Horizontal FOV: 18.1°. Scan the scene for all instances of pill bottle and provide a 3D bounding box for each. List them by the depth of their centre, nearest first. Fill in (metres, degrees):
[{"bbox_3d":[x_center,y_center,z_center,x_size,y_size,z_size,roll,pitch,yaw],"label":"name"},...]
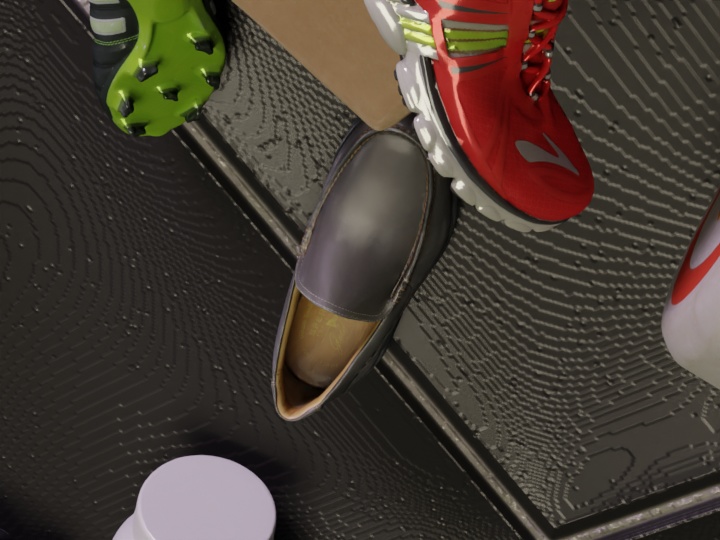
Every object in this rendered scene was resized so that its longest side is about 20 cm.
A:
[{"bbox_3d":[-0.104,0.208,1.367,0.108,0.109,0.201,21,134,8],"label":"pill bottle"}]

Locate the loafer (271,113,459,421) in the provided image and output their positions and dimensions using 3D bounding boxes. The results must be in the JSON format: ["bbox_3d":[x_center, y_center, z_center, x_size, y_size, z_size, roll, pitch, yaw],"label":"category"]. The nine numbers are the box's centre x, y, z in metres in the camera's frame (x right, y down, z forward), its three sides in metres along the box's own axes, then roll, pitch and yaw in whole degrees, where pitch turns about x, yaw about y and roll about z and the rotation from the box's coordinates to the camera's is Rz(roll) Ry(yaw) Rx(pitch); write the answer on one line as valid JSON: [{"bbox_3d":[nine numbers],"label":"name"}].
[{"bbox_3d":[0.000,0.000,1.167,0.072,0.072,0.201,23,133,8],"label":"loafer"}]

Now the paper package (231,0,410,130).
[{"bbox_3d":[0.018,-0.192,0.977,0.190,0.104,0.200,42,133,-11],"label":"paper package"}]

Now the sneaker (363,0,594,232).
[{"bbox_3d":[0.056,-0.101,0.915,0.084,0.077,0.201,-15,120,28],"label":"sneaker"}]

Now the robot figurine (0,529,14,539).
[{"bbox_3d":[-0.292,0.219,1.452,0.199,0.125,0.151,6,86,21],"label":"robot figurine"}]

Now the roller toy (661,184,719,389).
[{"bbox_3d":[0.229,-0.014,0.973,0.139,0.201,0.183,29,164,0],"label":"roller toy"}]

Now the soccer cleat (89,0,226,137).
[{"bbox_3d":[-0.106,-0.141,1.111,0.067,0.081,0.200,-15,150,-11],"label":"soccer cleat"}]
